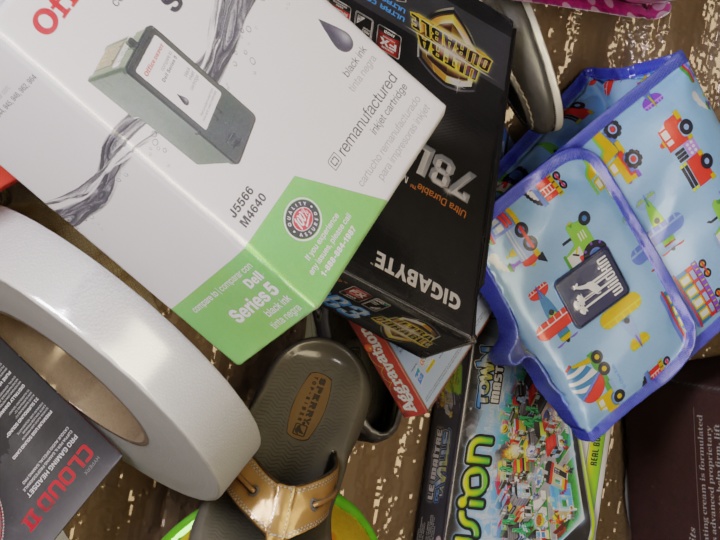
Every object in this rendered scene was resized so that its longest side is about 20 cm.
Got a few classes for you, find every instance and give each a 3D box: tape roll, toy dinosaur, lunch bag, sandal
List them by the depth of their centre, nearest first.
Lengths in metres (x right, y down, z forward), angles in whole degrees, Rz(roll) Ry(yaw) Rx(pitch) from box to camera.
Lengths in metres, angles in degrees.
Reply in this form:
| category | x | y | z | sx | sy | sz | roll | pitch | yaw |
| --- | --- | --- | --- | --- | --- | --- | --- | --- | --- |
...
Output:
| category | x | y | z | sx | sy | sz | roll | pitch | yaw |
| --- | --- | --- | --- | --- | --- | --- | --- | --- | --- |
| tape roll | -0.140 | 0.042 | 1.417 | 0.203 | 0.203 | 0.037 | 46 | 72 | -24 |
| sandal | -0.037 | 0.113 | 1.471 | 0.081 | 0.055 | 0.201 | 21 | 56 | 1 |
| toy dinosaur | -0.138 | -0.015 | 1.507 | 0.101 | 0.058 | 0.200 | -47 | 124 | -5 |
| lunch bag | 0.136 | -0.008 | 1.606 | 0.200 | 0.094 | 0.151 | -42 | 110 | -32 |

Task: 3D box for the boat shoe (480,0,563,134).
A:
| category | x | y | z | sx | sy | sz | roll | pitch | yaw |
| --- | --- | --- | --- | --- | --- | --- | --- | --- | --- |
| boat shoe | 0.058 | -0.167 | 1.583 | 0.057 | 0.067 | 0.201 | -20 | 91 | -8 |

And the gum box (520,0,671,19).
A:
| category | x | y | z | sx | sy | sz | roll | pitch | yaw |
| --- | --- | --- | --- | --- | --- | --- | --- | --- | --- |
| gum box | 0.127 | -0.213 | 1.568 | 0.200 | 0.066 | 0.114 | 1 | 71 | -50 |

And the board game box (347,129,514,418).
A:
| category | x | y | z | sx | sy | sz | roll | pitch | yaw |
| --- | --- | --- | --- | --- | --- | --- | --- | --- | --- |
| board game box | 0.046 | -0.016 | 1.566 | 0.103 | 0.019 | 0.200 | 61 | 38 | -20 |

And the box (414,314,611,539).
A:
| category | x | y | z | sx | sy | sz | roll | pitch | yaw |
| --- | --- | --- | --- | --- | --- | --- | --- | --- | --- |
| box | 0.091 | 0.128 | 1.647 | 0.110 | 0.035 | 0.201 | 8 | 91 | -29 |

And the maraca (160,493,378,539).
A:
| category | x | y | z | sx | sy | sz | roll | pitch | yaw |
| --- | --- | --- | --- | --- | --- | --- | --- | --- | --- |
| maraca | -0.076 | 0.198 | 1.522 | 0.200 | 0.107 | 0.137 | -33 | 110 | -9 |

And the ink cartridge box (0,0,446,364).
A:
| category | x | y | z | sx | sy | sz | roll | pitch | yaw |
| --- | --- | --- | --- | --- | --- | --- | --- | --- | --- |
| ink cartridge box | -0.081 | -0.080 | 1.300 | 0.200 | 0.084 | 0.146 | 41 | 54 | -11 |

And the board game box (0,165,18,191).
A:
| category | x | y | z | sx | sy | sz | roll | pitch | yaw |
| --- | --- | --- | --- | --- | --- | --- | --- | --- | --- |
| board game box | -0.261 | -0.078 | 1.349 | 0.199 | 0.040 | 0.153 | -29 | 93 | 13 |

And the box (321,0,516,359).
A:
| category | x | y | z | sx | sy | sz | roll | pitch | yaw |
| --- | --- | --- | --- | --- | --- | --- | --- | --- | --- |
| box | -0.010 | -0.082 | 1.451 | 0.200 | 0.050 | 0.199 | 28 | 56 | -34 |

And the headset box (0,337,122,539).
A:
| category | x | y | z | sx | sy | sz | roll | pitch | yaw |
| --- | --- | --- | --- | --- | --- | --- | --- | --- | --- |
| headset box | -0.234 | 0.098 | 1.439 | 0.200 | 0.075 | 0.149 | 47 | 72 | -24 |

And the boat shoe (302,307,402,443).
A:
| category | x | y | z | sx | sy | sz | roll | pitch | yaw |
| --- | --- | --- | --- | --- | --- | --- | --- | --- | --- |
| boat shoe | 0.000 | 0.000 | 1.568 | 0.073 | 0.065 | 0.201 | -13 | 100 | -27 |

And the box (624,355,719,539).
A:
| category | x | y | z | sx | sy | sz | roll | pitch | yaw |
| --- | --- | --- | --- | --- | --- | --- | --- | --- | --- |
| box | 0.282 | 0.139 | 1.661 | 0.164 | 0.200 | 0.167 | -8 | 98 | -29 |
